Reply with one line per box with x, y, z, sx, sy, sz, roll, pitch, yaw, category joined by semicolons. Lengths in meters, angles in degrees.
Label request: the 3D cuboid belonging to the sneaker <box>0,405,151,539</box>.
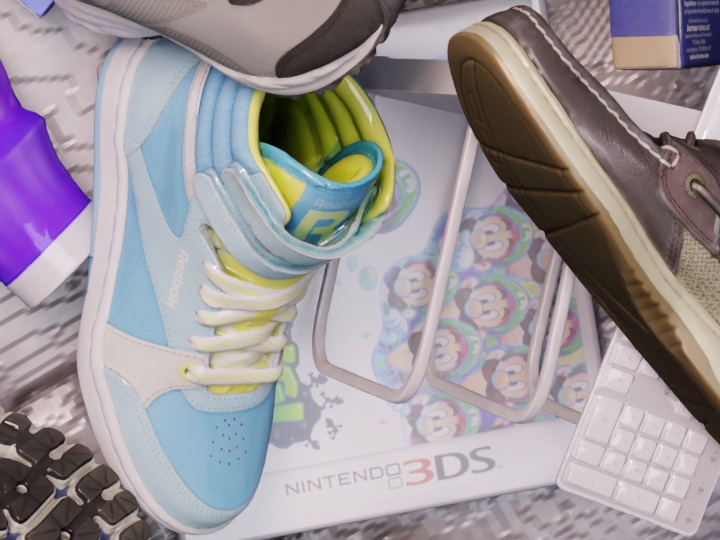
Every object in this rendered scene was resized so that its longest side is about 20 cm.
-0.154;0.095;1.072;0.200;0.089;0.079;46;45;16;sneaker

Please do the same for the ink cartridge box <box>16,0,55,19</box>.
-0.169;-0.198;1.074;0.200;0.044;0.094;42;91;-8;ink cartridge box

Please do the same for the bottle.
-0.182;-0.071;1.073;0.084;0.065;0.200;-44;98;-2;bottle

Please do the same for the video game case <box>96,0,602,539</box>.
0.000;0.000;1.120;0.182;0.024;0.200;-10;96;-5;video game case

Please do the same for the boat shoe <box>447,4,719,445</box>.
0.107;-0.015;0.943;0.066;0.072;0.201;-41;105;-11;boat shoe

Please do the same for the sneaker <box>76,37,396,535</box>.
-0.042;0.006;1.032;0.079;0.130;0.200;-9;99;-36;sneaker

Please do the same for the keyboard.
0.130;-0.007;0.984;0.056;0.011;0.200;21;91;-19;keyboard

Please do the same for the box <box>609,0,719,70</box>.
0.127;-0.179;1.072;0.032;0.121;0.200;2;96;25;box

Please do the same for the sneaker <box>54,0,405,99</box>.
-0.062;-0.111;0.973;0.079;0.200;0.074;27;80;-48;sneaker

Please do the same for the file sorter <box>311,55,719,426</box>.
0.098;-0.001;1.052;0.200;0.139;0.125;11;92;-19;file sorter
